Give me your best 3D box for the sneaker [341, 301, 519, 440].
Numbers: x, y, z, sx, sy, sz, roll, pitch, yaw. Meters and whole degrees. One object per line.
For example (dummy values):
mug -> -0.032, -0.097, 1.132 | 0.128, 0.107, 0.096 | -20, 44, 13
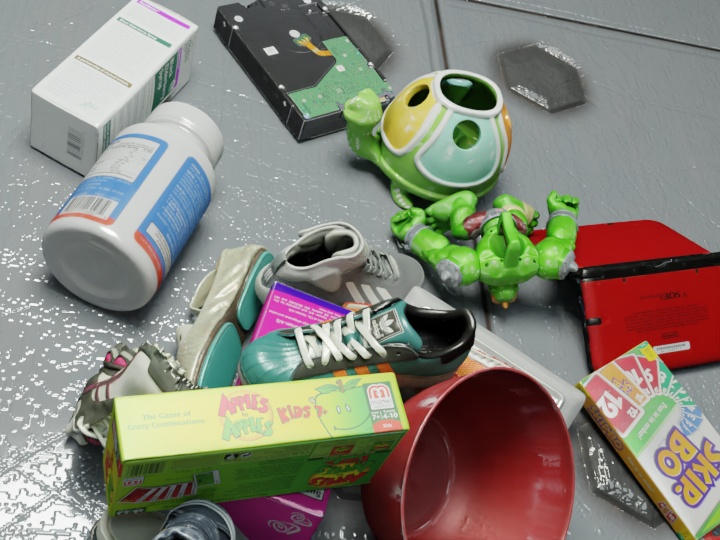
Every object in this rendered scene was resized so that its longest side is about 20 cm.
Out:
sneaker -> 0.063, 0.090, 0.916 | 0.200, 0.073, 0.077 | 28, 84, 9

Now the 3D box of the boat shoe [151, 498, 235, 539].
boat shoe -> -0.139, 0.256, 0.673 | 0.071, 0.091, 0.201 | 14, 89, 4

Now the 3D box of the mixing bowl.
mixing bowl -> 0.074, 0.176, 0.836 | 0.200, 0.108, 0.201 | 0, 90, -39

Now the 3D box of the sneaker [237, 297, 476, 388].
sneaker -> 0.001, 0.057, 0.813 | 0.199, 0.080, 0.072 | -5, 56, -24

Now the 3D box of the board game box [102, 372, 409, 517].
board game box -> -0.077, 0.124, 0.719 | 0.199, 0.102, 0.048 | -3, 58, -21

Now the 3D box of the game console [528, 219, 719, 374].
game console -> 0.299, 0.026, 1.121 | 0.199, 0.119, 0.173 | -6, 87, -23

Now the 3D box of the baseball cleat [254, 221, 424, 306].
baseball cleat -> 0.000, 0.000, 0.957 | 0.200, 0.106, 0.070 | -9, 62, -39

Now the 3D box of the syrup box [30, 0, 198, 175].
syrup box -> -0.255, -0.196, 1.055 | 0.081, 0.079, 0.200 | 29, 49, 4

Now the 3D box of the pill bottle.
pill bottle -> -0.204, -0.068, 0.952 | 0.112, 0.112, 0.200 | 25, 49, 0

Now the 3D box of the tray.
tray -> 0.108, 0.106, 0.960 | 0.200, 0.022, 0.107 | 33, 74, 7

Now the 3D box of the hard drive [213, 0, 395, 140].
hard drive -> -0.066, -0.248, 1.192 | 0.139, 0.038, 0.200 | -22, 63, -32

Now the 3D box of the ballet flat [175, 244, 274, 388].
ballet flat -> -0.135, 0.053, 0.927 | 0.062, 0.068, 0.200 | 3, 42, 19

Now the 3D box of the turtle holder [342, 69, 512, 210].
turtle holder -> 0.080, -0.159, 1.112 | 0.185, 0.132, 0.141 | 28, 50, 3

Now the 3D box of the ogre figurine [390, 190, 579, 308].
ogre figurine -> 0.139, -0.030, 1.048 | 0.199, 0.098, 0.120 | 11, 35, -17

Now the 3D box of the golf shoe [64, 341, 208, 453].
golf shoe -> -0.173, 0.109, 0.784 | 0.077, 0.200, 0.088 | 46, 68, -15

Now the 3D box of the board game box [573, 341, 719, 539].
board game box -> 0.304, 0.173, 0.986 | 0.095, 0.030, 0.200 | -26, 72, -24

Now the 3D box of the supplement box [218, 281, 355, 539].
supplement box -> -0.065, 0.127, 0.855 | 0.103, 0.101, 0.200 | 21, 50, -4

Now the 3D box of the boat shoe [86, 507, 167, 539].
boat shoe -> -0.123, 0.255, 0.757 | 0.200, 0.062, 0.075 | 34, 32, -3
